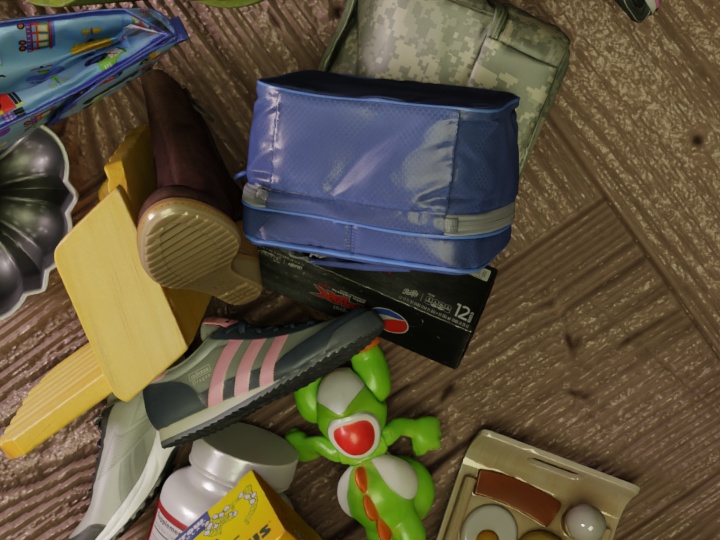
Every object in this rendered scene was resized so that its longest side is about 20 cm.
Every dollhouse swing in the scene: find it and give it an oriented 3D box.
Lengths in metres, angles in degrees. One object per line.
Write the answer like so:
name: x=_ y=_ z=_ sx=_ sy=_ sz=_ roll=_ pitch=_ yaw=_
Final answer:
dollhouse swing: x=-0.214 y=0.015 z=1.573 sx=0.176 sy=0.200 sz=0.182 roll=-20 pitch=105 yaw=10

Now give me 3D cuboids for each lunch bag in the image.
lunch bag: x=0.008 y=-0.064 z=1.450 sx=0.200 sy=0.136 sz=0.132 roll=8 pitch=102 yaw=17
lunch bag: x=0.046 y=-0.130 z=1.564 sx=0.168 sy=0.139 sz=0.200 roll=22 pitch=104 yaw=-9
lunch bag: x=-0.221 y=-0.146 z=1.492 sx=0.200 sy=0.151 sz=0.094 roll=-21 pitch=90 yaw=-11

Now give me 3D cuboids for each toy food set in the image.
toy food set: x=0.131 y=0.246 z=1.684 sx=0.143 sy=0.060 sz=0.200 roll=21 pitch=81 yaw=-8

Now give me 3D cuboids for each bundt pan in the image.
bundt pan: x=-0.316 y=-0.058 z=1.606 sx=0.202 sy=0.076 sz=0.202 roll=0 pitch=100 yaw=-2

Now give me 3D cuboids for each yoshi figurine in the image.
yoshi figurine: x=0.005 y=0.134 z=1.677 sx=0.112 sy=0.112 sz=0.200 roll=-20 pitch=92 yaw=-36

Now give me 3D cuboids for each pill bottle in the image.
pill bottle: x=-0.118 y=0.229 z=1.678 sx=0.112 sy=0.112 sz=0.200 roll=16 pitch=104 yaw=-5

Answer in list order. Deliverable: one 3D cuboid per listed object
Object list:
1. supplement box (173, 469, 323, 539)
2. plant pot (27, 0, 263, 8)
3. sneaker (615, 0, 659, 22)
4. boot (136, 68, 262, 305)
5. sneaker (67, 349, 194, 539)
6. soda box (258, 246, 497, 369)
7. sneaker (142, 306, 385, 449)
supplement box: x=-0.050 y=0.270 z=1.592 sx=0.109 sy=0.110 sz=0.200 roll=-42 pitch=116 yaw=0
plant pot: x=-0.164 y=-0.264 z=1.456 sx=0.200 sy=0.190 sz=0.200 roll=14 pitch=115 yaw=33
sneaker: x=0.145 y=-0.262 z=1.571 sx=0.086 sy=0.080 sz=0.200 roll=-39 pitch=95 yaw=22
boot: x=-0.134 y=-0.070 z=1.484 sx=0.072 sy=0.200 sz=0.166 roll=-24 pitch=71 yaw=6
sneaker: x=-0.187 y=0.144 z=1.681 sx=0.079 sy=0.074 sz=0.200 roll=31 pitch=97 yaw=1
soda box: x=0.000 y=0.000 z=1.609 sx=0.200 sy=0.071 sz=0.063 roll=24 pitch=61 yaw=4
sneaker: x=-0.081 y=0.061 z=1.593 sx=0.200 sy=0.070 sz=0.082 roll=-27 pitch=79 yaw=8
